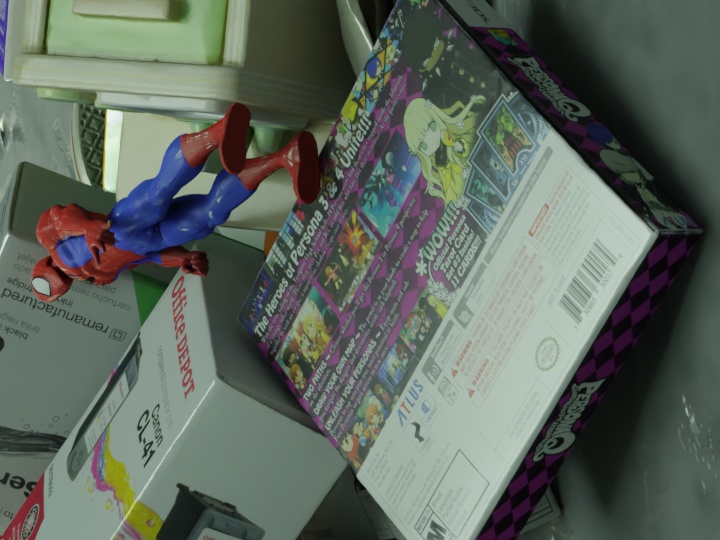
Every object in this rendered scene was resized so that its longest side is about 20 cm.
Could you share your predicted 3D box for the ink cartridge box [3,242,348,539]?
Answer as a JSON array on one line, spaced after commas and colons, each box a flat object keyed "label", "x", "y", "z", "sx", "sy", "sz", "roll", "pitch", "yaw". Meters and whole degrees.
[{"label": "ink cartridge box", "x": -0.092, "y": 0.110, "z": 1.296, "sx": 0.201, "sy": 0.085, "sz": 0.148, "roll": -57, "pitch": 21, "yaw": 19}]

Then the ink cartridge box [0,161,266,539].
[{"label": "ink cartridge box", "x": -0.151, "y": 0.065, "z": 1.405, "sx": 0.084, "sy": 0.145, "sz": 0.201, "roll": -94, "pitch": 27, "yaw": -60}]

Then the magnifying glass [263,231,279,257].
[{"label": "magnifying glass", "x": 0.000, "y": 0.000, "z": 1.275, "sx": 0.200, "sy": 0.022, "sz": 0.080, "roll": -158, "pitch": 73, "yaw": -65}]

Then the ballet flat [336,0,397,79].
[{"label": "ballet flat", "x": 0.018, "y": -0.144, "z": 1.220, "sx": 0.072, "sy": 0.071, "sz": 0.201, "roll": 167, "pitch": 95, "yaw": -67}]

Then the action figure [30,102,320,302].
[{"label": "action figure", "x": -0.100, "y": -0.021, "z": 1.243, "sx": 0.200, "sy": 0.065, "sz": 0.052, "roll": -23, "pitch": 59, "yaw": 50}]

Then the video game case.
[{"label": "video game case", "x": 0.040, "y": 0.003, "z": 1.149, "sx": 0.181, "sy": 0.036, "sz": 0.201, "roll": 49, "pitch": 126, "yaw": 34}]

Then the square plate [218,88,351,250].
[{"label": "square plate", "x": -0.019, "y": -0.038, "z": 1.364, "sx": 0.200, "sy": 0.028, "sz": 0.199, "roll": 57, "pitch": 151, "yaw": 33}]

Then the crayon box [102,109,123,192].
[{"label": "crayon box", "x": -0.109, "y": -0.130, "z": 1.448, "sx": 0.200, "sy": 0.058, "sz": 0.120, "roll": 108, "pitch": 164, "yaw": -70}]

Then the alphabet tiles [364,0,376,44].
[{"label": "alphabet tiles", "x": -0.018, "y": -0.131, "z": 1.361, "sx": 0.196, "sy": 0.015, "sz": 0.200, "roll": 63, "pitch": 152, "yaw": 25}]

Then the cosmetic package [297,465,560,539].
[{"label": "cosmetic package", "x": 0.016, "y": 0.096, "z": 1.293, "sx": 0.200, "sy": 0.050, "sz": 0.083, "roll": -19, "pitch": 93, "yaw": 64}]

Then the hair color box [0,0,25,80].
[{"label": "hair color box", "x": -0.162, "y": -0.215, "z": 1.563, "sx": 0.065, "sy": 0.109, "sz": 0.201, "roll": -120, "pitch": 31, "yaw": -44}]

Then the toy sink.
[{"label": "toy sink", "x": -0.080, "y": -0.123, "z": 1.255, "sx": 0.130, "sy": 0.112, "sz": 0.201, "roll": 7, "pitch": 91, "yaw": 29}]

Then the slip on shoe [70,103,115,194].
[{"label": "slip on shoe", "x": -0.135, "y": -0.032, "z": 1.621, "sx": 0.061, "sy": 0.074, "sz": 0.201, "roll": 145, "pitch": 109, "yaw": -68}]
